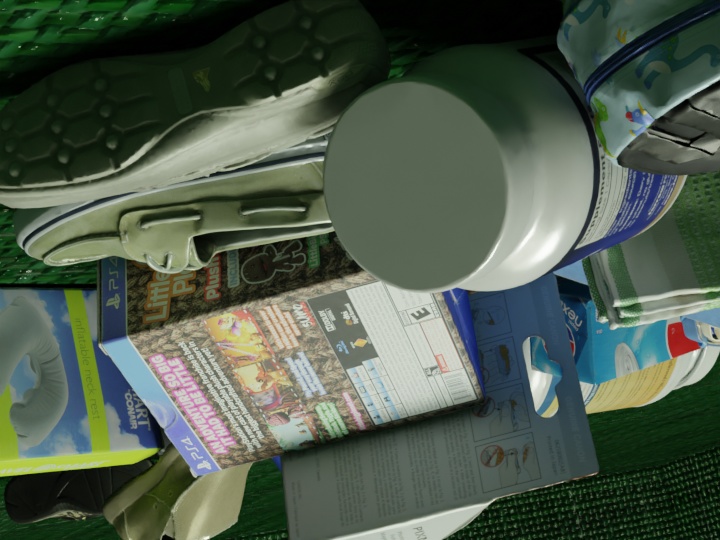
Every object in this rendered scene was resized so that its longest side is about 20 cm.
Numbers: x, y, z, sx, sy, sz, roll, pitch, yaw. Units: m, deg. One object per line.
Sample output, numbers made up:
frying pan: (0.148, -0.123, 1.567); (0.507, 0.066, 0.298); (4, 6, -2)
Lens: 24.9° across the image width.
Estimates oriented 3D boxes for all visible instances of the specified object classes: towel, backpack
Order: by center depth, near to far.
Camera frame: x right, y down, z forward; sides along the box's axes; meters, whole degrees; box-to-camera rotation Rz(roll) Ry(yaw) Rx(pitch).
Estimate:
backpack: (0.178, -0.110, 0.725); (0.200, 0.154, 0.163); (-30, -179, -34)
towel: (0.210, -0.058, 0.910); (0.199, 0.150, 0.031); (-11, 167, -11)

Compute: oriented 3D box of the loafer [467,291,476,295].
loafer: (0.000, 0.000, 1.129); (0.199, 0.076, 0.067); (-4, 169, -3)

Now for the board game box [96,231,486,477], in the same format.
board game box: (-0.040, 0.027, 1.008); (0.199, 0.097, 0.160); (-15, 140, 9)

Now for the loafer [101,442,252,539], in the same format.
loafer: (-0.109, 0.151, 1.153); (0.076, 0.068, 0.200); (-26, 170, -44)

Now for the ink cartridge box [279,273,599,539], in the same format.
ink cartridge box: (0.045, 0.099, 1.056); (0.199, 0.163, 0.057); (-12, 142, 5)

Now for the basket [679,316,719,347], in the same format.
basket: (0.273, -0.021, 1.100); (0.176, 0.140, 0.200); (-12, -166, -35)

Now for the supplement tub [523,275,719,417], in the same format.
supplement tub: (0.174, 0.042, 1.298); (0.199, 0.145, 0.145); (-5, 165, -29)

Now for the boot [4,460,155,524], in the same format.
boot: (-0.281, 0.239, 1.845); (0.203, 0.074, 0.154); (-15, 170, 28)

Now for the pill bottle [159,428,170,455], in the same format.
pill bottle: (-0.087, 0.081, 1.226); (0.199, 0.107, 0.106); (-11, 171, 42)

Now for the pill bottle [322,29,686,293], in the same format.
pill bottle: (0.073, -0.054, 0.781); (0.115, 0.116, 0.200); (-22, 178, 34)

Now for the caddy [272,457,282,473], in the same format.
caddy: (-0.025, 0.107, 1.479); (0.141, 0.105, 0.200); (-33, -179, -37)

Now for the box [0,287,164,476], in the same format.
box: (-0.216, 0.075, 1.108); (0.199, 0.123, 0.048); (1, 161, -44)

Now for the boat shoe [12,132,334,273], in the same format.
boat shoe: (-0.101, -0.031, 0.909); (0.199, 0.062, 0.072); (-15, 167, 15)

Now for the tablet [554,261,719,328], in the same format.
tablet: (0.150, -0.019, 1.011); (0.199, 0.014, 0.130); (20, 159, 26)

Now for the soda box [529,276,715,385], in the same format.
soda box: (0.215, 0.025, 1.187); (0.199, 0.065, 0.068); (-16, -164, -35)

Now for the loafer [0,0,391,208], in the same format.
loafer: (-0.081, -0.069, 0.759); (0.199, 0.070, 0.070); (-15, 158, 7)
